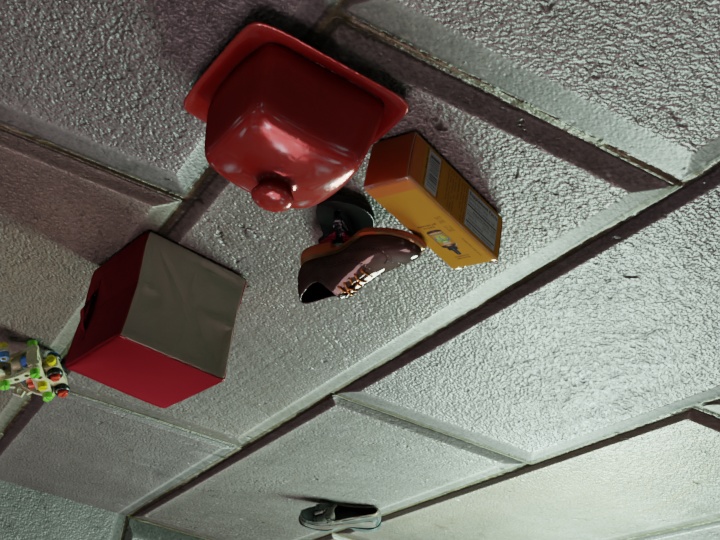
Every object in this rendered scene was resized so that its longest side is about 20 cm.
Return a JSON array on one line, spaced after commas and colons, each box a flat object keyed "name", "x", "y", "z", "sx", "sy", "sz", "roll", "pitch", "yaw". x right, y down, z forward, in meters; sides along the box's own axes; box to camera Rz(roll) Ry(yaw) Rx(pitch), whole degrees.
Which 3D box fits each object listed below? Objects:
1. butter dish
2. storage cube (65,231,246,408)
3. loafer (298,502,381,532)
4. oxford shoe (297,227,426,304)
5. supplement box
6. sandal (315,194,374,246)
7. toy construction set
[{"name": "butter dish", "x": -0.080, "y": -0.130, "z": 1.094, "sx": 0.198, "sy": 0.149, "sz": 0.200, "roll": 24, "pitch": 149, "yaw": -25}, {"name": "storage cube", "x": -0.294, "y": 0.076, "z": 1.521, "sx": 0.199, "sy": 0.172, "sz": 0.179, "roll": 28, "pitch": 146, "yaw": -28}, {"name": "loafer", "x": -0.048, "y": 0.578, "z": 2.483, "sx": 0.198, "sy": 0.072, "sz": 0.063, "roll": 3, "pitch": 132, "yaw": 0}, {"name": "oxford shoe", "x": 0.000, "y": 0.000, "z": 1.281, "sx": 0.071, "sy": 0.073, "sz": 0.199, "roll": 33, "pitch": 147, "yaw": -34}, {"name": "supplement box", "x": 0.089, "y": -0.077, "z": 1.222, "sx": 0.066, "sy": 0.069, "sz": 0.200, "roll": -11, "pitch": 144, "yaw": 36}, {"name": "sandal", "x": -0.022, "y": -0.035, "z": 1.356, "sx": 0.074, "sy": 0.045, "sz": 0.200, "roll": 9, "pitch": 152, "yaw": 4}, {"name": "toy construction set", "x": -0.613, "y": 0.195, "z": 1.929, "sx": 0.130, "sy": 0.093, "sz": 0.200, "roll": -12, "pitch": 162, "yaw": -10}]
